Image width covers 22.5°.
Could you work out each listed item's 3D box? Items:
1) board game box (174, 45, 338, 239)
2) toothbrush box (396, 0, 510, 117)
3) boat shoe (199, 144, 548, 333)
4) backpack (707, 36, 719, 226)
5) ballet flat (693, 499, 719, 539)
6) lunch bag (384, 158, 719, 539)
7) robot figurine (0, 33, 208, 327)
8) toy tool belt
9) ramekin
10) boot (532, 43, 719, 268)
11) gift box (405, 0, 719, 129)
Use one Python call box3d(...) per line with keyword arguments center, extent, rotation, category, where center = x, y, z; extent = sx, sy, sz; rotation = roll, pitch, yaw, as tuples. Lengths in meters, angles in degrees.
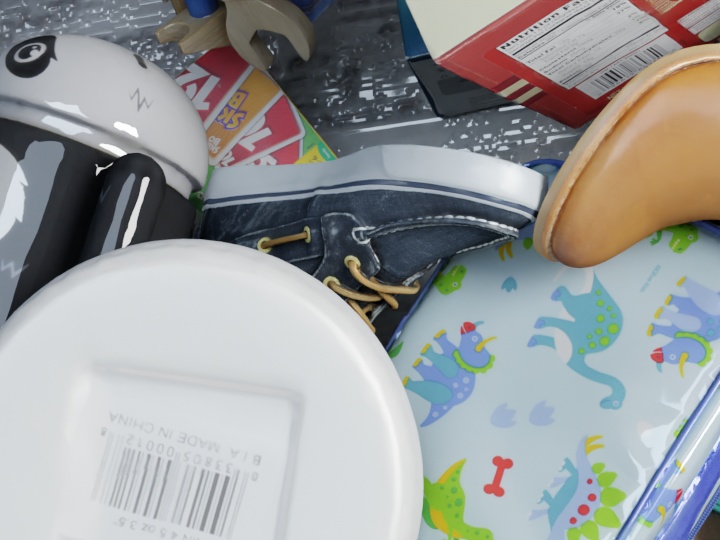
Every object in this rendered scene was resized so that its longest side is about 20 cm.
box3d(center=(-0.112, -0.023, 0.917), extent=(0.200, 0.030, 0.096), rotation=(-40, 68, 3), category="board game box")
box3d(center=(0.086, -0.199, 0.938), extent=(0.145, 0.085, 0.202), rotation=(-11, 71, 11), category="toothbrush box")
box3d(center=(0.000, 0.000, 0.807), extent=(0.199, 0.071, 0.092), rotation=(-3, 74, 47), category="boat shoe")
box3d(center=(0.234, -0.077, 0.843), extent=(0.200, 0.127, 0.167), rotation=(-45, 65, -5), category="backpack")
box3d(center=(0.148, 0.116, 0.846), extent=(0.069, 0.069, 0.202), rotation=(5, 76, 16), category="ballet flat")
box3d(center=(0.090, 0.063, 0.799), extent=(0.160, 0.083, 0.201), rotation=(26, 76, 34), category="lunch bag")
box3d(center=(-0.148, -0.011, 0.841), extent=(0.149, 0.125, 0.202), rotation=(17, 80, 19), category="robot figurine")
box3d(center=(-0.055, -0.161, 0.878), extent=(0.125, 0.123, 0.200), rotation=(-43, 48, -15), category="toy tool belt")
box3d(center=(-0.069, 0.084, 0.707), extent=(0.198, 0.098, 0.203), rotation=(0, 85, -4), category="ramekin")
box3d(center=(0.185, -0.027, 0.736), extent=(0.199, 0.077, 0.156), rotation=(-35, 65, -7), category="boot")
box3d(center=(0.091, -0.186, 0.796), extent=(0.184, 0.200, 0.188), rotation=(-29, 73, 17), category="gift box")
